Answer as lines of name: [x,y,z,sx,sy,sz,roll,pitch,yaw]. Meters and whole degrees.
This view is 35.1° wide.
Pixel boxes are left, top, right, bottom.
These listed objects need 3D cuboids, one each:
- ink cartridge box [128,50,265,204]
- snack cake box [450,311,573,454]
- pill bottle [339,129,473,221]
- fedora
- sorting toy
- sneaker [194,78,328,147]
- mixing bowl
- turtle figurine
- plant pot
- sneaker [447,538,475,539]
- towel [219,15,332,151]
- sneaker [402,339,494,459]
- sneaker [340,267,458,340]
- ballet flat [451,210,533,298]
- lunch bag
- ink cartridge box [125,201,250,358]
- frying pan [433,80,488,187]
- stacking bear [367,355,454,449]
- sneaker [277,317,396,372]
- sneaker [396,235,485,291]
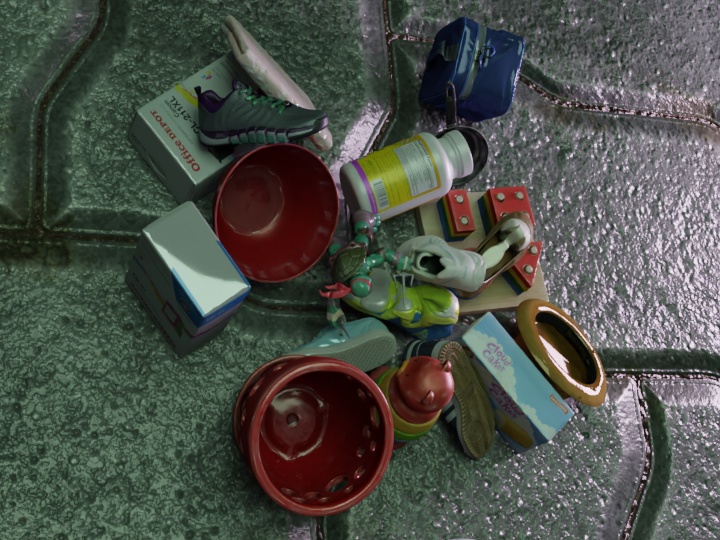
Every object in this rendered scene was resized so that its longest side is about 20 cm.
ink cartridge box: [-0.228,-0.215,1.721,0.199,0.083,0.146,-39,87,-29]
snack cake box: [0.216,0.173,1.725,0.067,0.115,0.201,-39,87,-25]
pill bottle: [0.073,-0.150,1.778,0.197,0.104,0.106,-22,78,-11]
fedora: [0.296,0.140,1.773,0.199,0.082,0.203,33,34,-26]
sorting toy: [0.205,-0.040,1.832,0.196,0.070,0.202,-5,72,-23]
sneaker: [-0.144,-0.227,1.608,0.196,0.075,0.089,-3,110,15]
mixing bowl: [-0.140,-0.093,1.673,0.197,0.108,0.204,-8,108,-26]
turtle figurine: [0.000,0.000,1.653,0.148,0.101,0.201,-26,36,9]
plant pot: [-0.074,0.215,1.539,0.197,0.182,0.205,0,90,-18]
sneaker: [0.108,0.417,1.588,0.197,0.112,0.072,-12,74,-25]
towel: [-0.129,-0.283,1.714,0.032,0.192,0.200,-41,121,8]
sneaker: [0.129,0.188,1.721,0.070,0.108,0.203,-36,116,-32]
sneaker: [0.055,0.063,1.735,0.197,0.106,0.076,16,55,19]
ballet flat: [0.215,-0.034,1.753,0.199,0.072,0.068,-38,87,-29]
lunch bag: [0.173,-0.328,1.857,0.130,0.200,0.138,15,87,-13]
ink cartridge box: [-0.240,0.018,1.559,0.084,0.200,0.145,-33,83,-25]
frying pan: [0.135,-0.212,1.833,0.191,0.114,0.031,53,13,-37]
stacking bear: [0.067,0.180,1.615,0.114,0.200,0.122,42,61,-1]
sneaker: [-0.049,0.122,1.681,0.196,0.075,0.082,-13,32,-14]
sneaker: [0.102,-0.017,1.713,0.079,0.199,0.072,9,93,-32]
